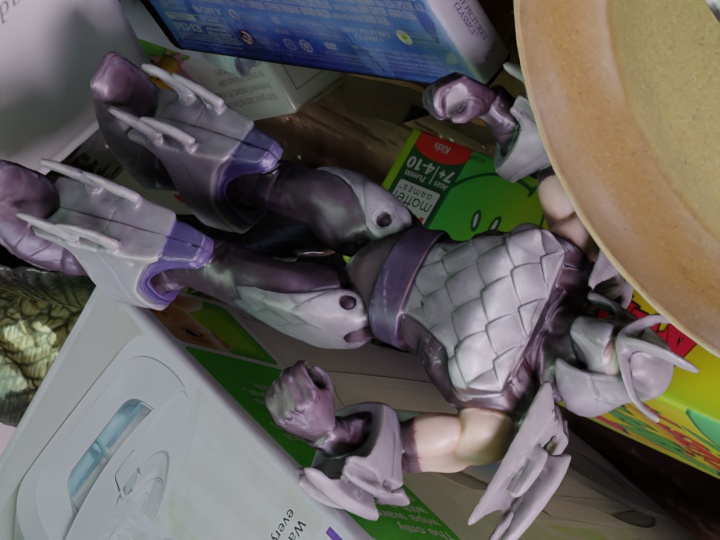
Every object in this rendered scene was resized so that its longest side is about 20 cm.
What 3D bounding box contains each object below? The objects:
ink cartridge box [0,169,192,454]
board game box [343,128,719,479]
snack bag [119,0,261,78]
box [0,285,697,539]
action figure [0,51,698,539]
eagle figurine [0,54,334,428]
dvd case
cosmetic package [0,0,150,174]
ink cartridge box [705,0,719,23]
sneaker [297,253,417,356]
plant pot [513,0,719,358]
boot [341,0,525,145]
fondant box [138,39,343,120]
[{"bbox_3d":[-0.158,0.032,1.064,0.147,0.200,0.145,37,142,36],"label":"ink cartridge box"},{"bbox_3d":[0.099,0.026,0.749,0.200,0.048,0.102,24,172,43],"label":"board game box"},{"bbox_3d":[-0.131,-0.155,0.857,0.200,0.021,0.189,21,150,42],"label":"snack bag"},{"bbox_3d":[0.015,0.102,0.791,0.176,0.200,0.097,42,107,44],"label":"box"},{"bbox_3d":[0.000,0.000,0.709,0.200,0.130,0.069,18,153,27],"label":"action figure"},{"bbox_3d":[-0.097,-0.006,0.887,0.200,0.152,0.151,40,116,22],"label":"eagle figurine"},{"bbox_3d":[-0.055,-0.131,0.723,0.143,0.018,0.200,13,147,47],"label":"dvd case"},{"bbox_3d":[-0.198,-0.104,0.779,0.165,0.165,0.200,37,163,36],"label":"cosmetic package"},{"bbox_3d":[0.149,-0.084,0.541,0.146,0.086,0.200,-35,84,32],"label":"ink cartridge box"},{"bbox_3d":[0.001,0.054,0.960,0.200,0.077,0.078,58,153,8],"label":"sneaker"},{"bbox_3d":[0.131,-0.065,0.626,0.200,0.027,0.201,8,106,30],"label":"plant pot"},{"bbox_3d":[0.050,-0.082,0.774,0.200,0.073,0.076,13,117,56],"label":"boot"},{"bbox_3d":[-0.087,-0.145,0.916,0.144,0.058,0.200,-6,118,59],"label":"fondant box"}]
